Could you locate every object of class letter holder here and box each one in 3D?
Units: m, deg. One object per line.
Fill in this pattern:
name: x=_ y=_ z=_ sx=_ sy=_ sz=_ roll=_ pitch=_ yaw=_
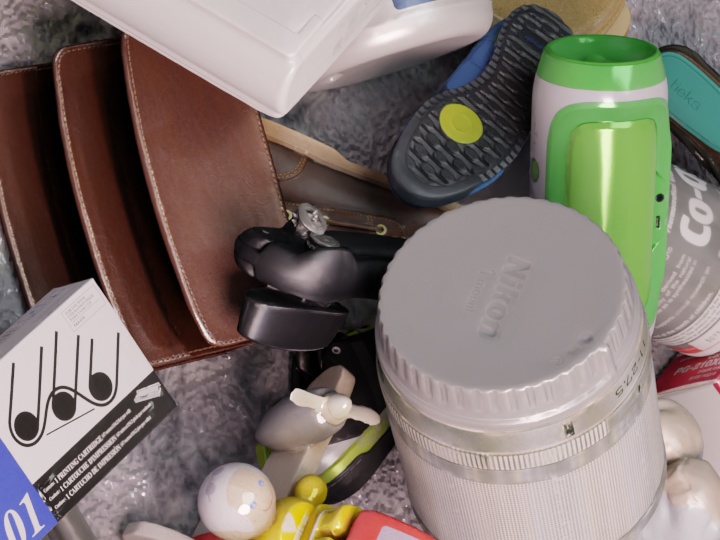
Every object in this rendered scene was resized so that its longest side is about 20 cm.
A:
letter holder: x=-0.133 y=-0.042 z=1.675 sx=0.142 sy=0.101 sz=0.200 roll=-13 pitch=86 yaw=-35

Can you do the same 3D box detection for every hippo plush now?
hippo plush: x=0.133 y=0.165 z=1.792 sx=0.160 sy=0.200 sz=0.160 roll=-5 pitch=81 yaw=-13

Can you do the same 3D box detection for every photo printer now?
photo printer: x=-0.085 y=-0.196 z=1.649 sx=0.200 sy=0.070 sz=0.166 roll=30 pitch=53 yaw=11

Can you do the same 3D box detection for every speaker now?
speaker: x=0.148 y=-0.043 z=1.752 sx=0.088 sy=0.088 sz=0.201 roll=-14 pitch=115 yaw=-37

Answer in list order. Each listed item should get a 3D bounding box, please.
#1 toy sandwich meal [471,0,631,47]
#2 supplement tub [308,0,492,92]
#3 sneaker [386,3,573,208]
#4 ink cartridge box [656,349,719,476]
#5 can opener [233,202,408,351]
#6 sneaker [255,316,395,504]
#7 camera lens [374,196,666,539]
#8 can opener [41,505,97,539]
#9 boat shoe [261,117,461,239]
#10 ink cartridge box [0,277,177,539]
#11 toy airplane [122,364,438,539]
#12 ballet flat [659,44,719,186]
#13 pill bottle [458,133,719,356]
toy sandwich meal: x=0.103 y=-0.220 z=1.910 sx=0.205 sy=0.070 sz=0.206 roll=8 pitch=71 yaw=-26
supplement tub: x=-0.009 y=-0.227 z=1.779 sx=0.145 sy=0.145 sz=0.200 roll=-15 pitch=87 yaw=-37
sneaker: x=0.070 y=-0.090 z=1.781 sx=0.066 sy=0.078 sz=0.200 roll=40 pitch=48 yaw=-1
ink cartridge box: x=0.313 y=0.075 z=1.968 sx=0.145 sy=0.084 sz=0.200 roll=52 pitch=55 yaw=-13
can opener: x=0.000 y=0.000 z=1.672 sx=0.200 sy=0.079 sz=0.063 roll=-4 pitch=41 yaw=-48
sneaker: x=0.003 y=0.056 z=1.764 sx=0.083 sy=0.072 sz=0.200 roll=44 pitch=57 yaw=-15
camera lens: x=0.095 y=0.075 z=1.650 sx=0.160 sy=0.160 sz=0.200 roll=-58 pitch=151 yaw=-30
can opener: x=-0.207 y=0.129 z=1.616 sx=0.053 sy=0.067 sz=0.200 roll=-44 pitch=118 yaw=-36
boat shoe: x=0.001 y=-0.030 z=1.770 sx=0.200 sy=0.070 sz=0.070 roll=22 pitch=80 yaw=-4
ink cartridge box: x=-0.197 y=0.100 z=1.554 sx=0.200 sy=0.044 sz=0.094 roll=-44 pitch=109 yaw=-37
toy airplane: x=-0.060 y=0.158 z=1.617 sx=0.199 sy=0.200 sz=0.141 roll=-31 pitch=132 yaw=2
ballet flat: x=0.276 y=-0.082 z=1.965 sx=0.200 sy=0.068 sz=0.068 roll=51 pitch=11 yaw=12
pill bottle: x=0.171 y=-0.027 z=1.875 sx=0.200 sy=0.114 sz=0.114 roll=24 pitch=66 yaw=-29
